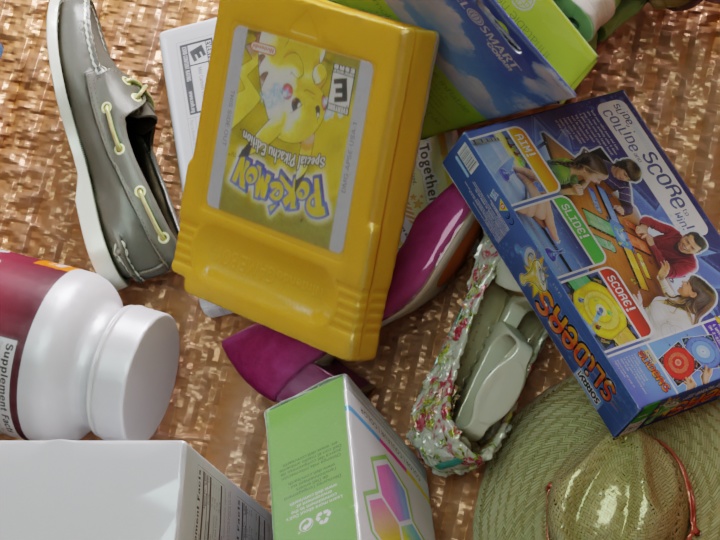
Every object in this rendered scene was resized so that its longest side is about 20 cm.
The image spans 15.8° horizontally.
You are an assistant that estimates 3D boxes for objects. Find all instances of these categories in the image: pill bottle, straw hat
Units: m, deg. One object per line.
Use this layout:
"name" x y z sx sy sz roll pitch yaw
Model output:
"pill bottle" -0.220 0.045 1.630 0.200 0.113 0.113 13 76 17
"straw hat" 0.150 0.140 1.520 0.200 0.085 0.202 -4 71 13

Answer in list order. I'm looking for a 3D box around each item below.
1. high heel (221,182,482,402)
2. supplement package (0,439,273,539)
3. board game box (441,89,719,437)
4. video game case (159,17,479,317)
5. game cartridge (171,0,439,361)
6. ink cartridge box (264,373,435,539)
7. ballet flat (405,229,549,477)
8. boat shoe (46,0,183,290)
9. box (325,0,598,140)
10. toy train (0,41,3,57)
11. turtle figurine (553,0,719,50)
"high heel" 0.000 0.000 1.603 0.096 0.067 0.200 37 106 12
"supplement package" -0.148 0.195 1.514 0.151 0.200 0.151 -1 72 14
"board game box" 0.154 -0.008 1.548 0.135 0.034 0.200 -16 66 -36
"video game case" -0.029 -0.084 1.674 0.182 0.023 0.200 -14 69 9
"game cartridge" -0.039 -0.064 1.568 0.176 0.032 0.201 21 102 45
"ink cartridge box" -0.001 0.169 1.494 0.059 0.104 0.200 -25 40 17
"ballet flat" 0.093 0.034 1.574 0.076 0.064 0.200 23 83 -22
"boat shoe" -0.158 -0.088 1.681 0.060 0.072 0.202 -16 74 9
"box" 0.054 -0.144 1.539 0.122 0.200 0.048 48 68 -15
"toy train" -0.327 -0.135 1.714 0.199 0.114 0.087 10 72 17
"turtle figurine" 0.148 -0.212 1.596 0.194 0.200 0.144 -45 22 -30
